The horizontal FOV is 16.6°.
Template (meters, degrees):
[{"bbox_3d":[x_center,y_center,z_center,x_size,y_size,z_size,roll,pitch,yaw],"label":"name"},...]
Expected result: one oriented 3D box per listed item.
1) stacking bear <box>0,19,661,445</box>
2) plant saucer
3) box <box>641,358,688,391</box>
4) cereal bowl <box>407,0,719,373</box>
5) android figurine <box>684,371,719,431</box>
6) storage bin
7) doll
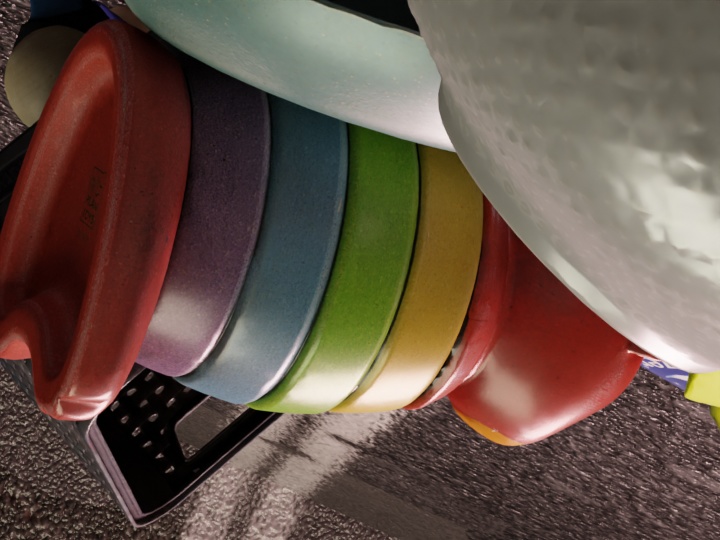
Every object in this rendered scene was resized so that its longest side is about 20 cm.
[{"bbox_3d":[0.000,0.000,0.768,0.199,0.115,0.121,14,-173,-22],"label":"stacking bear"},{"bbox_3d":[0.005,-0.073,0.738,0.198,0.036,0.200,17,-165,-5],"label":"plant saucer"},{"bbox_3d":[0.173,0.037,1.138,0.199,0.033,0.121,28,168,-23],"label":"box"},{"bbox_3d":[0.079,-0.039,0.585,0.200,0.083,0.200,40,-161,-17],"label":"cereal bowl"},{"bbox_3d":[0.195,0.027,0.946,0.181,0.041,0.200,14,157,5],"label":"android figurine"},{"bbox_3d":[-0.069,0.003,0.915,0.094,0.135,0.200,48,170,14],"label":"storage bin"},{"bbox_3d":[-0.113,-0.077,0.978,0.048,0.138,0.200,-3,-175,1],"label":"doll"}]
